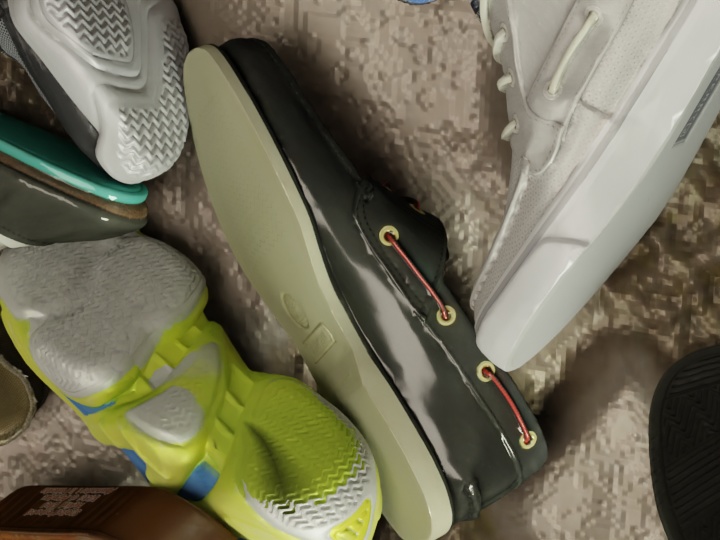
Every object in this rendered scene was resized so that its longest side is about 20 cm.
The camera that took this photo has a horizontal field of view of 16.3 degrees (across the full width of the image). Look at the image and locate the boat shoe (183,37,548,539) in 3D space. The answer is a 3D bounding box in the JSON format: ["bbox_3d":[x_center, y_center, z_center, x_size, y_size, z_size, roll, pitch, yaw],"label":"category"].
[{"bbox_3d":[-0.001,0.000,0.934,0.202,0.063,0.074,61,159,1],"label":"boat shoe"}]

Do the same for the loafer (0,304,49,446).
[{"bbox_3d":[-0.202,0.031,0.969,0.076,0.200,0.068,-34,46,29],"label":"loafer"}]

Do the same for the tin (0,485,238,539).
[{"bbox_3d":[-0.088,0.135,0.974,0.200,0.042,0.112,-6,116,55],"label":"tin"}]

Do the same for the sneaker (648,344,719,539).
[{"bbox_3d":[0.161,0.132,0.892,0.083,0.121,0.200,-19,56,-2],"label":"sneaker"}]

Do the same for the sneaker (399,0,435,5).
[{"bbox_3d":[0.029,-0.175,0.843,0.078,0.089,0.200,25,128,15],"label":"sneaker"}]

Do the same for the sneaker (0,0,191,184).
[{"bbox_3d":[-0.147,-0.111,0.960,0.114,0.075,0.200,-27,91,32],"label":"sneaker"}]

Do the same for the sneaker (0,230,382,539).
[{"bbox_3d":[-0.070,0.064,0.974,0.200,0.076,0.105,42,152,33],"label":"sneaker"}]

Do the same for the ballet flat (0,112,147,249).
[{"bbox_3d":[-0.169,-0.047,0.986,0.200,0.068,0.069,33,105,24],"label":"ballet flat"}]

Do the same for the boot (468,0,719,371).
[{"bbox_3d":[0.073,-0.069,0.882,0.095,0.074,0.200,37,108,16],"label":"boot"}]
